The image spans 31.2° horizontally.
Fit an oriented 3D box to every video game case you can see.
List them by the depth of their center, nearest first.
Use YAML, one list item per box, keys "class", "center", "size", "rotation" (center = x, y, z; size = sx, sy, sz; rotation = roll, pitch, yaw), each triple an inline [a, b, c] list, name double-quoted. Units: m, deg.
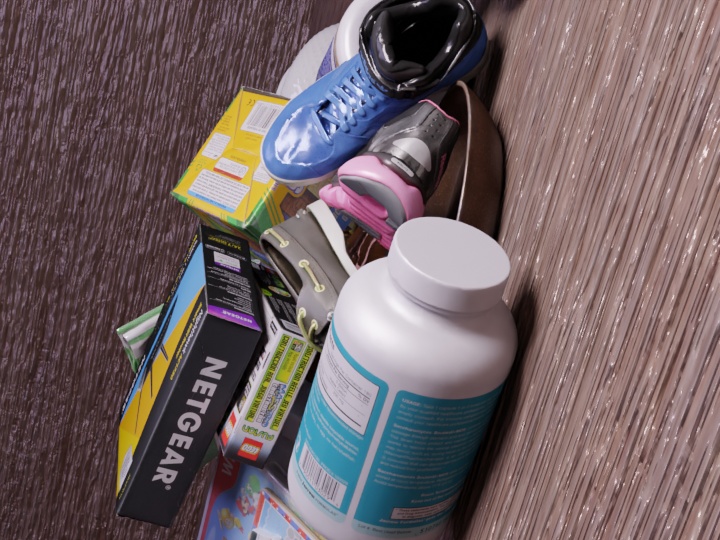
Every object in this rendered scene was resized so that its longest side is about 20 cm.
- class: "video game case"
  center: [-0.060, 0.238, 1.039]
  size: [0.200, 0.017, 0.144]
  rotation: [39, 127, 35]

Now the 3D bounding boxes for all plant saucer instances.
- class: "plant saucer"
  center: [0.064, -0.034, 0.929]
  size: [0.200, 0.036, 0.201]
  rotation: [-169, 90, -82]

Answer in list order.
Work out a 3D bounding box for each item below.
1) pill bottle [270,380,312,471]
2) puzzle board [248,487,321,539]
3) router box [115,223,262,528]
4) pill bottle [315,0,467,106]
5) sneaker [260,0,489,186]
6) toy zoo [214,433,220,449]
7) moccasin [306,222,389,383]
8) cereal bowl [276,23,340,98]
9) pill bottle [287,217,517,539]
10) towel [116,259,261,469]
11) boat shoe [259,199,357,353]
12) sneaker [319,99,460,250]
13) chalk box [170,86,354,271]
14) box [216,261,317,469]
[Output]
- class: "pill bottle"
  center: [-0.060, 0.179, 1.135]
  size: [0.116, 0.115, 0.201]
  rotation: [-91, 18, -55]
- class: "puzzle board"
  center: [-0.054, 0.295, 1.022]
  size: [0.151, 0.017, 0.201]
  rotation: [38, 125, 35]
- class: "router box"
  center: [-0.143, 0.084, 1.050]
  size: [0.149, 0.051, 0.201]
  rotation: [-108, 40, -61]
- class: "pill bottle"
  center: [0.021, -0.164, 1.120]
  size: [0.200, 0.115, 0.116]
  rotation: [139, 142, -75]
- class: "sneaker"
  center: [0.003, -0.138, 0.951]
  size: [0.077, 0.199, 0.111]
  rotation: [61, -176, 12]
- class: "toy zoo"
  center: [-0.056, 0.107, 1.223]
  size: [0.200, 0.020, 0.131]
  rotation: [-40, -27, -23]
- class: "moccasin"
  center: [0.001, 0.000, 1.069]
  size: [0.074, 0.077, 0.202]
  rotation: [16, -82, -63]
- class: "cereal bowl"
  center: [-0.034, -0.159, 1.322]
  size: [0.200, 0.083, 0.201]
  rotation: [14, -90, -70]
- class: "pill bottle"
  center: [0.028, 0.069, 0.778]
  size: [0.111, 0.110, 0.201]
  rotation: [-91, 15, -55]
- class: "towel"
  center: [-0.132, 0.092, 1.199]
  size: [0.023, 0.152, 0.201]
  rotation: [42, 156, 43]
- class: "boat shoe"
  center: [-0.020, 0.028, 0.948]
  size: [0.072, 0.060, 0.202]
  rotation: [73, 172, -45]
- class: "sneaker"
  center: [0.028, -0.073, 0.931]
  size: [0.096, 0.079, 0.200]
  rotation: [-57, 6, -8]
- class: "chalk box"
  center: [-0.045, -0.051, 1.162]
  size: [0.124, 0.200, 0.124]
  rotation: [21, 75, 48]
- class: "box"
  center: [-0.088, 0.070, 1.055]
  size: [0.110, 0.035, 0.200]
  rotation: [-65, 18, 10]
